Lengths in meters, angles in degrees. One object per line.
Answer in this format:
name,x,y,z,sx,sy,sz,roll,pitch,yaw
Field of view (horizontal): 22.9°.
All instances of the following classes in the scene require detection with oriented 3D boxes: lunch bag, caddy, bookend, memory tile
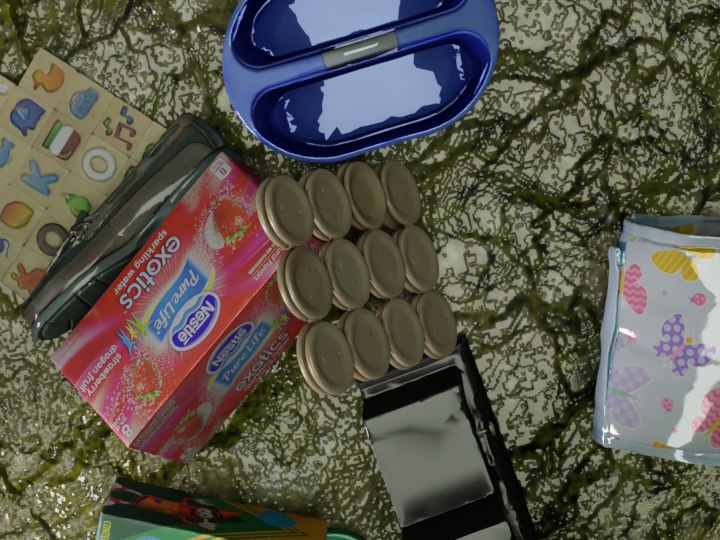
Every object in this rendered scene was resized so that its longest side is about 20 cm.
lunch bag,0.269,0.048,1.279,0.198,0.127,0.172,2,99,-9
caddy,0.000,-0.158,1.266,0.198,0.105,0.143,-17,97,2
bookend,0.070,0.166,1.256,0.091,0.199,0.202,-20,95,3
memory tile,0.000,0.000,1.240,0.017,0.199,0.155,-17,87,32

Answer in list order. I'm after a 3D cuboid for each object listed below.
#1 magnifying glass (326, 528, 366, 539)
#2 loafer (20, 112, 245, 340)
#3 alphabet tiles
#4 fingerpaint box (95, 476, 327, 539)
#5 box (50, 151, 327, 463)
magnifying glass,-0.074,0.226,1.354,0.198,0.022,0.080,13,98,0
loafer,-0.175,-0.033,1.305,0.200,0.072,0.063,-41,75,-2
alphabet tiles,-0.227,-0.061,1.331,0.199,0.006,0.167,32,96,-3
fingerpaint box,-0.124,0.274,1.319,0.165,0.073,0.202,12,106,0
box,-0.112,0.029,1.279,0.100,0.095,0.200,44,96,25
